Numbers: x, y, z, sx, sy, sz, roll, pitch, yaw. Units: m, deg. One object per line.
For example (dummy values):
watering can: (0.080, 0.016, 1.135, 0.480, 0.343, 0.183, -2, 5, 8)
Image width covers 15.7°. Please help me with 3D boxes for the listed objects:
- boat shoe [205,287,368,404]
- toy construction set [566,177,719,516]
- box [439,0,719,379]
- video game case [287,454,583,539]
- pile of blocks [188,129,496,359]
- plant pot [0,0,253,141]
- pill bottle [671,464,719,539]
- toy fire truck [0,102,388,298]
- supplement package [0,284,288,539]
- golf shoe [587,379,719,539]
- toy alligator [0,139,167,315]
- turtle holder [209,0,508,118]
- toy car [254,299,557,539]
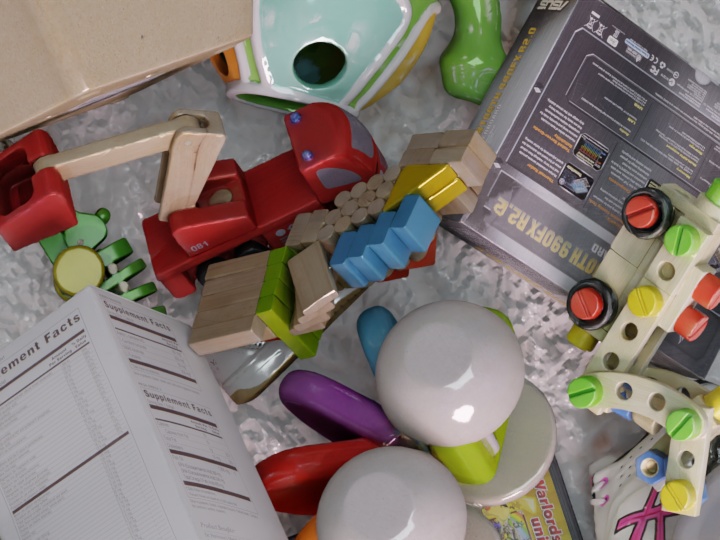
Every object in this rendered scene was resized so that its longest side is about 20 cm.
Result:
boat shoe: (-0.022, -0.012, 1.542, 0.200, 0.071, 0.069, -44, 90, -9)
toy construction set: (0.192, 0.026, 1.471, 0.131, 0.092, 0.200, 37, 93, 23)
box: (0.157, -0.051, 1.545, 0.200, 0.048, 0.159, 31, 82, -25)
video game case: (0.061, 0.230, 1.553, 0.180, 0.026, 0.201, -18, 86, -8)
pile of blocks: (0.000, 0.000, 1.459, 0.200, 0.082, 0.062, -33, 129, 15)
plant pot: (-0.175, -0.176, 1.446, 0.200, 0.200, 0.178, -24, 94, -43)
pill bottle: (0.279, 0.190, 1.502, 0.200, 0.116, 0.116, 33, 80, -36)
toy fire truck: (-0.095, -0.051, 1.472, 0.200, 0.141, 0.049, -25, 53, 9)
supplement package: (-0.123, 0.127, 1.414, 0.114, 0.109, 0.200, -34, 63, 17)
golf shoe: (0.169, 0.156, 1.552, 0.092, 0.073, 0.200, 24, 69, 20)
toy alligator: (-0.158, -0.009, 1.530, 0.054, 0.059, 0.200, -24, 88, -8)
turtle holder: (-0.013, -0.154, 1.533, 0.185, 0.141, 0.132, 16, 82, -42)
toy car: (0.016, 0.106, 1.475, 0.150, 0.175, 0.200, 17, 74, 21)
